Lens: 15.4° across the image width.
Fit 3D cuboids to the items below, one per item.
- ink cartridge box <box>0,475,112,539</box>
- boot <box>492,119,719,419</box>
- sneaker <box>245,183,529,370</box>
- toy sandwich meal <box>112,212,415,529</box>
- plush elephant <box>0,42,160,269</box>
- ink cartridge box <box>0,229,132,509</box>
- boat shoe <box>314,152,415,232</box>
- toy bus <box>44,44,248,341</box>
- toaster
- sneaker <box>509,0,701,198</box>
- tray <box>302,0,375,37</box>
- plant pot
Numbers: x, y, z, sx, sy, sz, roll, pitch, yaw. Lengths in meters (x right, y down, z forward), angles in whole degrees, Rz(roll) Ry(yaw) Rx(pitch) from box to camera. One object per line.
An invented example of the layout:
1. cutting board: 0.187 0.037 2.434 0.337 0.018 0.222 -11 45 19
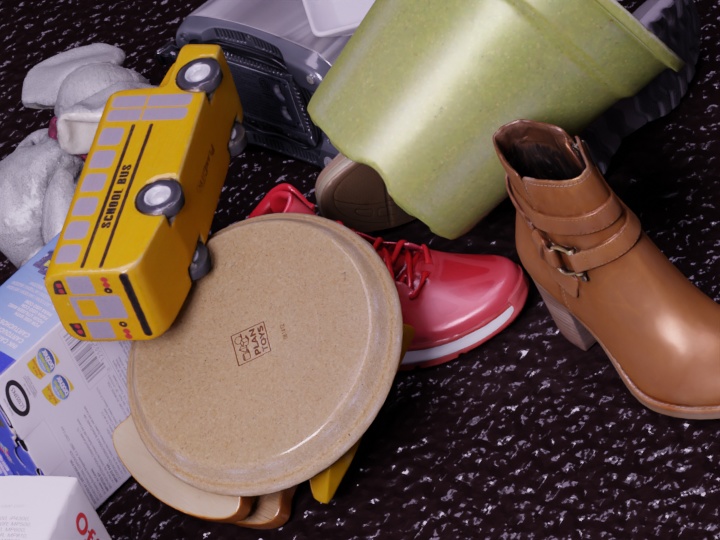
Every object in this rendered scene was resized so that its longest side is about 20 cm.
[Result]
1. ink cartridge box: -0.198 0.235 1.492 0.082 0.147 0.201 -4 43 25
2. boot: 0.162 -0.006 1.573 0.076 0.156 0.200 -36 39 -16
3. sneaker: 0.000 0.000 1.689 0.198 0.116 0.079 -12 38 16
4. toy sandwich meal: -0.056 0.064 1.635 0.204 0.070 0.207 -10 62 20
5. plush elephant: -0.183 -0.071 1.800 0.154 0.200 0.165 -37 30 5
6. ink cartridge box: -0.183 0.067 1.694 0.076 0.137 0.200 19 54 43
7. boat shoe: 0.043 -0.092 1.817 0.199 0.072 0.064 -30 40 -23
8. toy bus: -0.129 -0.051 1.645 0.078 0.065 0.201 -3 47 18
9. toaster: -0.037 -0.158 1.905 0.199 0.114 0.129 19 51 41
10. sneaker: 0.153 -0.123 1.785 0.082 0.075 0.200 21 57 42
11. tray: 0.003 -0.222 1.863 0.107 0.022 0.201 -15 39 -1
12. plant pot: 0.072 -0.128 1.681 0.184 0.200 0.201 -49 37 8
